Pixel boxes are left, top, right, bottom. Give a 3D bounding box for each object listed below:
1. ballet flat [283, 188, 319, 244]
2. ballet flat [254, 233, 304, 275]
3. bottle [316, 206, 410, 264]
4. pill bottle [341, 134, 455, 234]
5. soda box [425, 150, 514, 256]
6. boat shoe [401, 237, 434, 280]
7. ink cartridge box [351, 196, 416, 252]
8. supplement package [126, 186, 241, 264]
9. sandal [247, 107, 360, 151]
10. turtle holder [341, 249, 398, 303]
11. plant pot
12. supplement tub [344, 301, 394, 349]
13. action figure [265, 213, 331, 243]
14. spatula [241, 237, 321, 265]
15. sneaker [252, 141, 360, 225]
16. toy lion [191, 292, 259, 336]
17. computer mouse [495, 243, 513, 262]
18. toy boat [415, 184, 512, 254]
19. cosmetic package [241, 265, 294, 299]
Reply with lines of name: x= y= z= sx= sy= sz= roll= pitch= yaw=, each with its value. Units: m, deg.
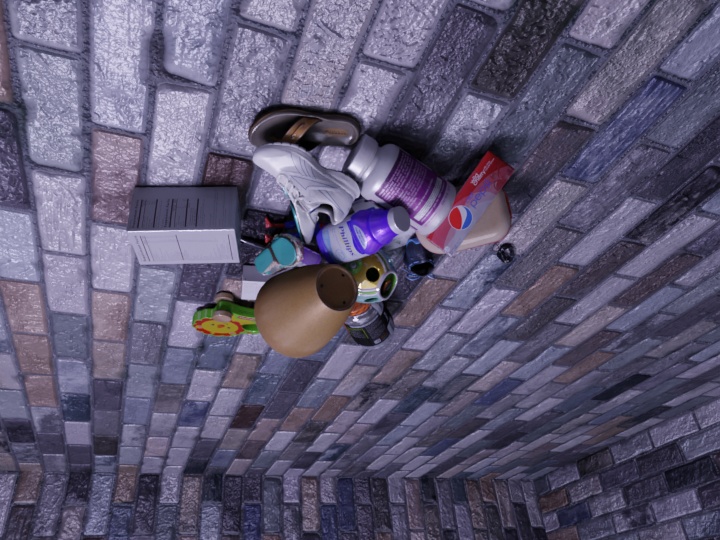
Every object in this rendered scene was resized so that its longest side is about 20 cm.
ballet flat: x=-0.111 y=-0.141 z=1.060 sx=0.069 sy=0.070 sz=0.202 roll=-12 pitch=122 yaw=10
ballet flat: x=-0.156 y=-0.038 z=1.149 sx=0.063 sy=0.077 sz=0.199 roll=-21 pitch=-177 yaw=-34
bottle: x=0.005 y=-0.069 z=1.038 sx=0.199 sy=0.065 sz=0.084 roll=-16 pitch=104 yaw=44
pill bottle: x=0.068 y=-0.161 z=1.027 sx=0.199 sy=0.113 sz=0.112 roll=31 pitch=135 yaw=-16
soda box: x=0.206 y=-0.125 z=1.067 sx=0.063 sy=0.070 sz=0.201 roll=35 pitch=96 yaw=3
boat shoe: x=0.131 y=-0.014 z=1.284 sx=0.083 sy=0.069 sz=0.200 roll=-16 pitch=162 yaw=9
ink cartridge box: x=0.054 y=-0.117 z=1.182 sx=0.098 sy=0.040 sz=0.200 roll=-17 pitch=145 yaw=16
supplement package: x=-0.341 y=-0.089 z=1.100 sx=0.197 sy=0.111 sz=0.114 roll=-1 pitch=146 yaw=-8
sandal: x=-0.096 y=-0.234 z=0.973 sx=0.197 sy=0.055 sz=0.082 roll=2 pitch=145 yaw=-11
turtle holder: x=0.007 y=-0.005 z=1.217 sx=0.131 sy=0.141 sz=0.187 roll=27 pitch=150 yaw=28
plant pot: x=-0.093 y=0.062 z=1.120 sx=0.185 sy=0.189 sz=0.200 roll=14 pitch=154 yaw=-26
supplement tub: x=0.009 y=0.110 z=1.433 sx=0.121 sy=0.124 sz=0.201 roll=-13 pitch=146 yaw=11
action figure: x=-0.099 y=-0.098 z=1.161 sx=0.197 sy=0.066 sz=0.099 roll=0 pitch=155 yaw=-8
spatula: x=-0.184 y=-0.046 z=1.265 sx=0.198 sy=0.021 sz=0.057 roll=13 pitch=143 yaw=-24
sneaker: x=-0.097 y=-0.152 z=0.965 sx=0.198 sy=0.088 sz=0.074 roll=25 pitch=159 yaw=-12
toy lion: x=-0.338 y=0.134 z=1.480 sx=0.198 sy=0.069 sz=0.192 roll=13 pitch=149 yaw=-26
computer mouse: x=0.312 y=-0.059 z=1.309 sx=0.058 sy=0.034 sz=0.199 roll=-28 pitch=141 yaw=28
toy boat: x=0.212 y=-0.106 z=1.171 sx=0.198 sy=0.132 sz=0.131 roll=-13 pitch=175 yaw=10
cosmetic package: x=-0.187 y=0.032 z=1.354 sx=0.197 sy=0.051 sz=0.083 roll=3 pitch=147 yaw=-14
